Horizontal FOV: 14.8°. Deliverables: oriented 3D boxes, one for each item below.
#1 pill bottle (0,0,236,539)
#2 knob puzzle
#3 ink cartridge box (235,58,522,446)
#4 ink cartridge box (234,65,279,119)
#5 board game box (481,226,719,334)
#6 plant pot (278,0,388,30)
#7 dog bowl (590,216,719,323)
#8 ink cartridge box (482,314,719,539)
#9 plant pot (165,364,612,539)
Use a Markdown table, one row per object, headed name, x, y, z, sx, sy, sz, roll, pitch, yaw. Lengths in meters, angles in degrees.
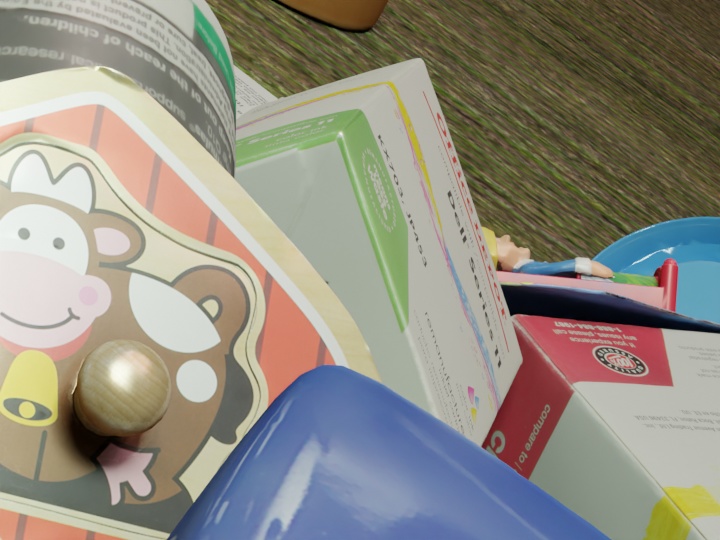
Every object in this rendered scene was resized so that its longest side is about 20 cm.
| name | x | y | z | sx | sy | sz | roll | pitch | yaw |
| --- | --- | --- | --- | --- | --- | --- | --- | --- | --- |
| pill bottle | -0.087 | 0.017 | 0.676 | 0.113 | 0.113 | 0.201 | 26 | 40 | -26 |
| knob puzzle | -0.067 | 0.048 | 0.565 | 0.219 | 0.221 | 0.030 | 31 | -26 | -11 |
| ink cartridge box | 0.000 | 0.000 | 0.906 | 0.200 | 0.067 | 0.118 | -53 | 125 | -74 |
| ink cartridge box | -0.126 | -0.056 | 0.950 | 0.146 | 0.084 | 0.200 | 39 | 16 | 12 |
| board game box | 0.070 | 0.004 | 1.090 | 0.157 | 0.039 | 0.199 | -3 | -12 | 42 |
| plant pot | -0.038 | -0.252 | 1.591 | 0.199 | 0.140 | 0.200 | 32 | 15 | -10 |
| dog bowl | 0.167 | 0.058 | 1.182 | 0.200 | 0.111 | 0.050 | 50 | -18 | 44 |
| ink cartridge box | 0.138 | 0.109 | 0.973 | 0.144 | 0.084 | 0.200 | 8 | 29 | -37 |
| plant pot | -0.001 | 0.166 | 0.382 | 0.199 | 0.201 | 0.180 | 36 | 23 | 5 |
